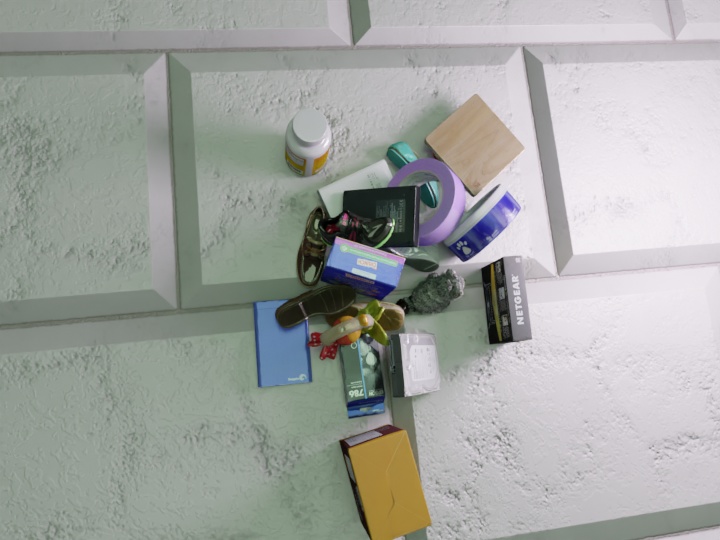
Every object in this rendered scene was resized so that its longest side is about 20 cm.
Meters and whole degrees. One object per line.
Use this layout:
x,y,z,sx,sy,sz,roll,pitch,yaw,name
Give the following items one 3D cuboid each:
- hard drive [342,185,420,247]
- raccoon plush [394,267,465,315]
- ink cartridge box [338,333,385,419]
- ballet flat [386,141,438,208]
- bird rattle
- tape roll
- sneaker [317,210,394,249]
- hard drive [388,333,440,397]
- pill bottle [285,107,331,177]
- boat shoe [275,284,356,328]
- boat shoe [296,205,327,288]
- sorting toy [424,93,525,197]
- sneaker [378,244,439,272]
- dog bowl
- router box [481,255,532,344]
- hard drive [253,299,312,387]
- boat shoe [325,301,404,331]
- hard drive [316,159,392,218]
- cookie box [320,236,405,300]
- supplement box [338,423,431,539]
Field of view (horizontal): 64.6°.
0.045,-0.126,1.361,0.197,0.033,0.143,0,85,28,hard drive
0.170,0.074,1.392,0.199,0.134,0.097,-40,89,-13,raccoon plush
0.004,0.253,1.387,0.097,0.039,0.204,-8,82,-10,ink cartridge box
0.153,-0.258,1.486,0.070,0.067,0.201,-40,90,-27,ballet flat
-0.035,0.134,1.298,0.196,0.163,0.115,-15,77,6,bird rattle
0.153,-0.165,1.381,0.197,0.065,0.204,-12,68,31,tape roll
-0.015,-0.094,1.317,0.197,0.084,0.078,-5,59,26,sneaker
0.131,0.220,1.341,0.037,0.199,0.143,-10,78,31,hard drive
-0.128,-0.312,1.383,0.109,0.200,0.113,1,80,-8,pill bottle
-0.109,0.074,1.356,0.196,0.068,0.073,-15,105,-11,boat shoe
-0.116,-0.061,1.406,0.071,0.072,0.204,12,78,-6,boat shoe
0.296,-0.324,1.514,0.200,0.070,0.199,-41,88,-12,sorting toy
0.106,-0.057,1.448,0.197,0.071,0.081,14,59,-5,sneaker
0.299,-0.117,1.412,0.079,0.200,0.200,45,77,0,dog bowl
0.358,0.077,1.409,0.051,0.157,0.204,-3,81,-8,router box
-0.188,0.174,1.378,0.129,0.025,0.204,-4,81,-9,hard drive
0.013,0.112,1.396,0.196,0.069,0.075,3,104,14,boat shoe
0.003,-0.182,1.450,0.198,0.027,0.134,-27,95,-18,hard drive
0.000,0.000,1.347,0.168,0.200,0.077,18,78,-5,cookie box
0.048,0.467,1.272,0.130,0.200,0.201,-15,82,-10,supplement box
